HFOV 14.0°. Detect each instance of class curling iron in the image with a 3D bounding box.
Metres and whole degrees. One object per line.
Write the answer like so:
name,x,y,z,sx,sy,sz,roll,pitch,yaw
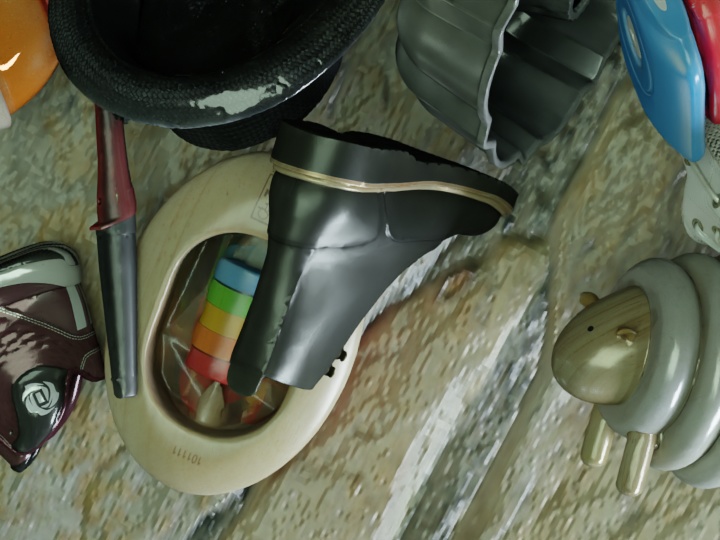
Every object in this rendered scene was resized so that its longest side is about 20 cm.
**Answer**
curling iron,-0.132,-0.030,1.567,0.025,0.050,0.201,0,99,-7

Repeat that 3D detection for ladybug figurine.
ladybug figurine,-0.064,0.025,1.611,0.136,0.072,0.200,24,101,4

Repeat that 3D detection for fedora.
fedora,-0.062,-0.134,1.517,0.200,0.092,0.201,-6,53,8

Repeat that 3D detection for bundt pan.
bundt pan,0.084,-0.159,1.513,0.076,0.202,0.202,28,101,18

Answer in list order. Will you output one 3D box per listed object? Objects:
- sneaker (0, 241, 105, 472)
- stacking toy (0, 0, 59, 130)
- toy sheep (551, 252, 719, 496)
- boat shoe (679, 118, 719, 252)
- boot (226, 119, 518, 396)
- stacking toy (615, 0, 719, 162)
sneaker,-0.234,0.069,1.639,0.200,0.076,0.116,-20,98,8
stacking toy,-0.153,-0.179,1.584,0.200,0.146,0.146,-29,94,-8
toy sheep,0.194,0.057,1.561,0.200,0.138,0.138,9,100,-23
boat shoe,0.202,-0.035,1.530,0.069,0.200,0.071,-40,128,22
boot,0.000,0.000,1.539,0.077,0.200,0.139,20,97,35
stacking toy,0.232,-0.146,1.487,0.200,0.110,0.116,-16,61,-2
